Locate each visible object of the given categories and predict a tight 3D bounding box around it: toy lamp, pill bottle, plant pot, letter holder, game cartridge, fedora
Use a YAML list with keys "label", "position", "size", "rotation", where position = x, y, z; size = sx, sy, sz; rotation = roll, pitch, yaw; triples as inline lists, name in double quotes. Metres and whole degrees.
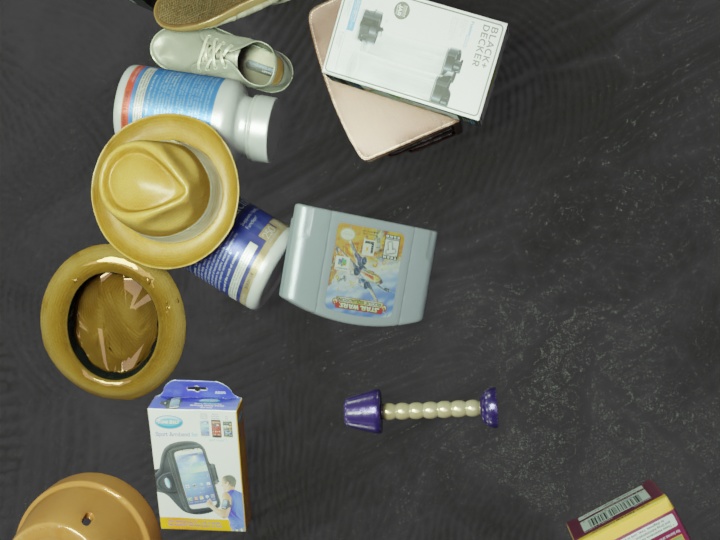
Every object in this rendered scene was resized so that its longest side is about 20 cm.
- label: "toy lamp"
  position: [0.077, 0.178, 1.237]
  size: [0.195, 0.058, 0.060]
  rotation: [-3, 90, 3]
- label: "pill bottle"
  position: [-0.205, -0.193, 1.235]
  size: [0.195, 0.112, 0.115]
  rotation: [9, 91, 7]
- label: "plant pot"
  position: [-0.368, 0.376, 1.242]
  size: [0.195, 0.140, 0.205]
  rotation: [0, 90, 5]
- label: "letter holder"
  position: [0.029, -0.247, 1.218]
  size: [0.140, 0.101, 0.204]
  rotation: [-21, 88, 8]
- label: "game cartridge"
  position: [0.000, 0.000, 1.210]
  size: [0.196, 0.041, 0.136]
  rotation: [9, 87, -24]
- label: "fedora"
  position: [-0.312, 0.061, 1.247]
  size: [0.196, 0.082, 0.206]
  rotation: [0, 103, -1]
- label: "fedora"
  position: [-0.243, -0.098, 1.141]
  size: [0.196, 0.082, 0.206]
  rotation: [-1, 87, 14]
- label: "pill bottle"
  position: [-0.188, -0.047, 1.232]
  size: [0.197, 0.116, 0.117]
  rotation: [30, 93, 5]

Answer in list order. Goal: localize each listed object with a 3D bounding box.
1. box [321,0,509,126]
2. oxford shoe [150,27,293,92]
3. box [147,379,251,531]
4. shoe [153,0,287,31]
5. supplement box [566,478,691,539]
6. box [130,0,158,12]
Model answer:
- label: "box"
  position: [0.066, -0.256, 1.131]
  size: [0.196, 0.060, 0.119]
  rotation: [19, 95, 8]
- label: "oxford shoe"
  position: [-0.184, -0.280, 1.260]
  size: [0.196, 0.058, 0.077]
  rotation: [15, 94, 7]
- label: "box"
  position: [-0.207, 0.240, 1.243]
  size: [0.116, 0.042, 0.204]
  rotation: [0, 112, 6]
- label: "shoe"
  position: [-0.172, -0.352, 1.260]
  size: [0.196, 0.053, 0.071]
  rotation: [-14, 78, 7]
- label: "supplement box"
  position: [0.358, 0.383, 1.185]
  size: [0.129, 0.103, 0.203]
  rotation: [-27, 87, 5]
- label: "box"
  position: [-0.272, -0.451, 1.215]
  size: [0.085, 0.164, 0.203]
  rotation: [24, 92, 5]
